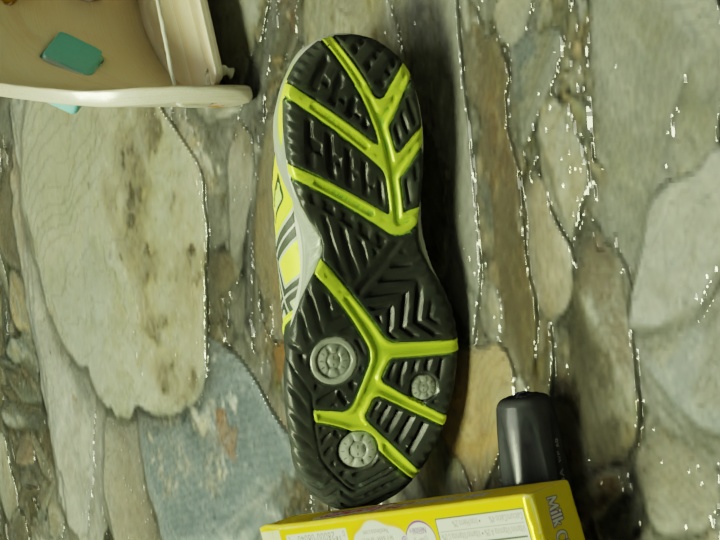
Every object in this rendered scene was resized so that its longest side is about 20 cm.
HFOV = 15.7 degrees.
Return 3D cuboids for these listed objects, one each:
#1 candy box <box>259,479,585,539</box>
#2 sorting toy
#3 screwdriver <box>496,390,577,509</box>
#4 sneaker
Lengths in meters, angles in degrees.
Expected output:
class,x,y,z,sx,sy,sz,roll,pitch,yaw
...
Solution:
class,x,y,z,sx,sy,sz,roll,pitch,yaw
candy box,0.030,0.142,1.040,0.200,0.026,0.103,-14,94,57
sorting toy,-0.167,-0.156,1.263,0.107,0.179,0.202,-36,63,59
screwdriver,0.079,0.146,1.017,0.029,0.028,0.202,-75,-24,-82
sneaker,0.000,0.000,1.103,0.076,0.075,0.202,-132,42,-80
